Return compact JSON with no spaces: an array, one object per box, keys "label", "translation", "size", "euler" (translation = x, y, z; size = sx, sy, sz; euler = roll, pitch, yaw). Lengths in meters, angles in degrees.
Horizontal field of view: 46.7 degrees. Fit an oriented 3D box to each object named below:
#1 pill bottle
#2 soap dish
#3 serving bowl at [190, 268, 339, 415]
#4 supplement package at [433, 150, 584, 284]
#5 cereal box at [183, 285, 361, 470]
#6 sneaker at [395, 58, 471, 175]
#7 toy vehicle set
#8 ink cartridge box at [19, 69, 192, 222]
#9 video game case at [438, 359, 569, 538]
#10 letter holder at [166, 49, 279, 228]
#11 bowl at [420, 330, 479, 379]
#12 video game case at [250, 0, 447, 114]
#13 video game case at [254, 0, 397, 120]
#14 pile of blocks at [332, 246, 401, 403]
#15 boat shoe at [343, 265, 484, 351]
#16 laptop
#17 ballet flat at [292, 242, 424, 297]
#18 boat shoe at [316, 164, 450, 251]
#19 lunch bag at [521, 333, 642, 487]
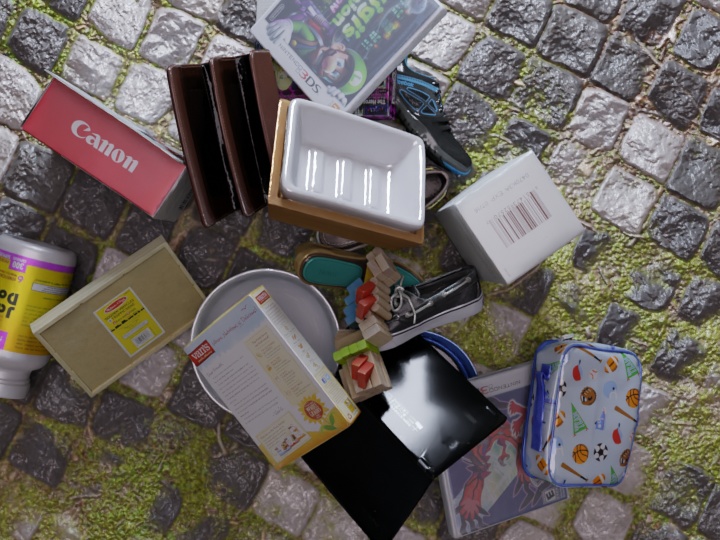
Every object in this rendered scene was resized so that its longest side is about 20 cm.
[{"label":"pill bottle","translation":[-0.446,0.061,1.088],"size":[0.104,0.104,0.201],"euler":[15,90,-2]},{"label":"soap dish","translation":[-0.018,-0.114,1.028],"size":[0.199,0.081,0.158],"euler":[14,58,-19]},{"label":"serving bowl","translation":[-0.125,0.098,1.119],"size":[0.199,0.066,0.202],"euler":[0,91,-3]},{"label":"supplement package","translation":[0.181,-0.063,1.063],"size":[0.117,0.200,0.118],"euler":[-35,92,-2]},{"label":"cereal box","translation":[-0.112,0.136,1.035],"size":[0.144,0.040,0.200],"euler":[-36,92,32]},{"label":"sneaker","translation":[0.088,-0.215,1.122],"size":[0.082,0.073,0.200],"euler":[-43,92,0]},{"label":"toy vehicle set","translation":[-0.306,0.061,1.087],"size":[0.200,0.026,0.125],"euler":[-36,123,-11]},{"label":"ink cartridge box","translation":[-0.313,-0.152,1.056],"size":[0.199,0.176,0.084],"euler":[34,90,-1]},{"label":"video game case","translation":[0.186,0.237,1.122],"size":[0.181,0.023,0.201],"euler":[-13,97,-18]},{"label":"letter holder","translation":[-0.158,-0.167,1.050],"size":[0.100,0.142,0.201],"euler":[-8,103,12]},{"label":"bowl","translation":[0.067,0.179,1.140],"size":[0.199,0.039,0.202],"euler":[0,91,-2]},{"label":"video game case","translation":[-0.020,-0.317,1.062],"size":[0.200,0.023,0.182],"euler":[-44,76,14]},{"label":"video game case","translation":[-0.047,-0.290,1.103],"size":[0.199,0.036,0.183],"euler":[2,90,19]},{"label":"pile of blocks","translation":[-0.001,0.062,1.035],"size":[0.082,0.062,0.201],"euler":[-2,72,24]},{"label":"boat shoe","translation":[0.065,0.046,1.087],"size":[0.198,0.074,0.068],"euler":[-17,117,-2]},{"label":"laptop","translation":[0.046,0.209,1.070],"size":[0.199,0.116,0.187],"euler":[-31,58,-26]},{"label":"ballet flat","translation":[0.000,0.000,1.120],"size":[0.199,0.063,0.069],"euler":[18,108,-28]},{"label":"boat shoe","translation":[0.030,-0.084,1.127],"size":[0.199,0.060,0.072],"euler":[-25,91,-2]},{"label":"lunch bag","translation":[0.290,0.186,1.110],"size":[0.159,0.075,0.201],"euler":[8,87,-25]}]
